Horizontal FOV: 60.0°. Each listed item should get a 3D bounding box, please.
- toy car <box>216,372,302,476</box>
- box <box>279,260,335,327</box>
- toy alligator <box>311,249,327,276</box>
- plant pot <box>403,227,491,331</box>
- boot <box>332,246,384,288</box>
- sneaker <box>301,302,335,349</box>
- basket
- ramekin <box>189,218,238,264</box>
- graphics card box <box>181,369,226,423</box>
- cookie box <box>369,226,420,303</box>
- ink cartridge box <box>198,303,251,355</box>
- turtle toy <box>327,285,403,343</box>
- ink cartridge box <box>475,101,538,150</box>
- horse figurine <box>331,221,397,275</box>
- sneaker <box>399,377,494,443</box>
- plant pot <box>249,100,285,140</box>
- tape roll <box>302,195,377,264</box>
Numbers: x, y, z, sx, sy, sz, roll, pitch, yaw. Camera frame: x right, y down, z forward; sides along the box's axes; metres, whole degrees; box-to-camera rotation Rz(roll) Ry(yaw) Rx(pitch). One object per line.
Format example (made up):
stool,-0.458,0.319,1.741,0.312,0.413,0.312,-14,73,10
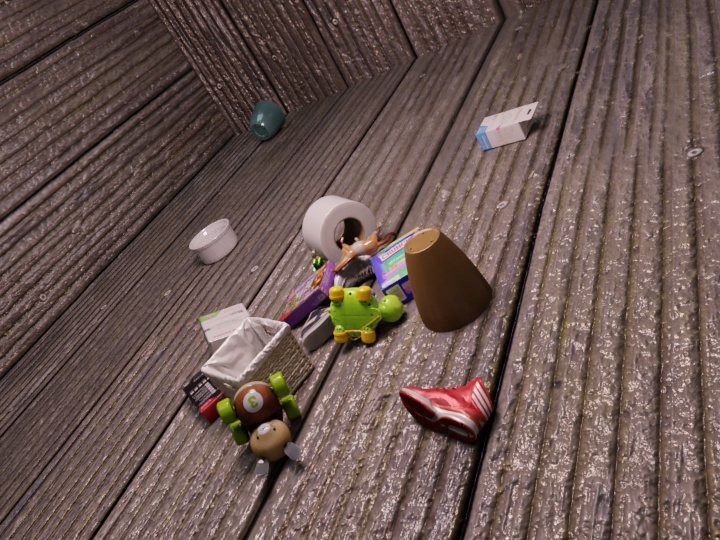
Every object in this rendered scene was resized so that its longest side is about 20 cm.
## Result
toy car,-0.208,0.360,1.390,0.162,0.159,0.201,-25,38,-8
box,-0.154,0.074,1.826,0.199,0.039,0.138,-40,20,32
toy alligator,-0.117,-0.010,1.889,0.053,0.201,0.060,7,66,2
plant pot,0.185,0.007,1.464,0.184,0.201,0.187,-25,29,15
boot,0.000,0.000,1.814,0.094,0.074,0.202,9,59,35
sneaker,-0.081,0.126,1.686,0.198,0.079,0.080,-34,33,3
basket,-0.260,0.248,1.594,0.196,0.162,0.200,2,42,48
ramekin,-0.612,-0.118,2.625,0.198,0.098,0.202,-25,29,15
graphics card box,-0.416,0.333,1.743,0.125,0.051,0.199,-42,30,-18
cookie box,0.125,-0.012,1.692,0.170,0.076,0.201,-32,26,6
ink cartridge box,-0.391,0.188,1.867,0.143,0.085,0.200,-18,23,-17
turtle toy,0.011,0.103,1.584,0.197,0.148,0.101,-1,13,19
ink cartridge box,0.492,-0.473,2.049,0.198,0.068,0.116,-9,36,39
horse figurine,0.007,-0.071,1.792,0.197,0.050,0.133,-18,32,19
sneaker,0.177,0.256,1.229,0.115,0.079,0.198,-38,39,-29
plant pot,-0.567,-0.875,3.703,0.198,0.201,0.163,-9,47,38
tape roll,-0.065,-0.123,1.934,0.202,0.204,0.139,-40,28,-15
